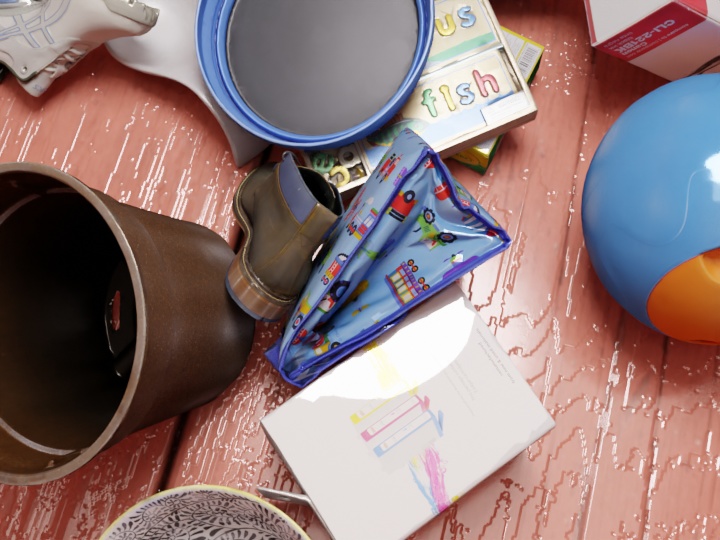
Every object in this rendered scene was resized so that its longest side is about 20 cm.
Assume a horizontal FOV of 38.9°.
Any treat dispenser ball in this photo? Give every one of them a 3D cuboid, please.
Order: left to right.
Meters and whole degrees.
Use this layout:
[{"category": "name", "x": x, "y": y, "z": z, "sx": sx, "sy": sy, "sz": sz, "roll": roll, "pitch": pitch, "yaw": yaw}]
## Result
[{"category": "treat dispenser ball", "x": 0.268, "y": -0.046, "z": 0.772, "sx": 0.196, "sy": 0.201, "sz": 0.205, "roll": 0, "pitch": 72, "yaw": 0}]

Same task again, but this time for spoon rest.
[{"category": "spoon rest", "x": -0.152, "y": -0.185, "z": 0.892, "sx": 0.099, "sy": 0.061, "sz": 0.201, "roll": -38, "pitch": 77, "yaw": -9}]

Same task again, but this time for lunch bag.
[{"category": "lunch bag", "x": 0.000, "y": 0.000, "z": 0.762, "sx": 0.200, "sy": 0.151, "sz": 0.094, "roll": -43, "pitch": 101, "yaw": 7}]

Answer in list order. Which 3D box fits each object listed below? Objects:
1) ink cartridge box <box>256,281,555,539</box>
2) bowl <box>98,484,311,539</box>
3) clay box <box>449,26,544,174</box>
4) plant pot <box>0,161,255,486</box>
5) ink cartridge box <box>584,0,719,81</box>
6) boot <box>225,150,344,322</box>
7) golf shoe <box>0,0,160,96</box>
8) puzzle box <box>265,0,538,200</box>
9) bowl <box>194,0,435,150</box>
[{"category": "ink cartridge box", "x": 0.021, "y": 0.128, "z": 0.755, "sx": 0.198, "sy": 0.129, "sz": 0.126, "roll": -34, "pitch": 78, "yaw": -10}, {"category": "bowl", "x": -0.097, "y": 0.251, "z": 0.724, "sx": 0.196, "sy": 0.094, "sz": 0.205, "roll": -1, "pitch": 85, "yaw": 10}, {"category": "clay box", "x": 0.048, "y": -0.183, "z": 0.897, "sx": 0.198, "sy": 0.048, "sz": 0.116, "roll": 28, "pitch": 77, "yaw": 10}, {"category": "plant pot", "x": -0.181, "y": 0.034, "z": 0.728, "sx": 0.196, "sy": 0.198, "sz": 0.205, "roll": 0, "pitch": 89, "yaw": 23}, {"category": "ink cartridge box", "x": 0.273, "y": -0.239, "z": 0.845, "sx": 0.197, "sy": 0.083, "sz": 0.147, "roll": 10, "pitch": 67, "yaw": -37}, {"category": "boot", "x": -0.048, "y": -0.051, "z": 0.788, "sx": 0.074, "sy": 0.201, "sz": 0.097, "roll": 32, "pitch": 117, "yaw": -22}, {"category": "golf shoe", "x": -0.257, "y": -0.197, "z": 0.880, "sx": 0.197, "sy": 0.078, "sz": 0.099, "roll": 8, "pitch": 92, "yaw": 29}, {"category": "puzzle box", "x": 0.034, "y": -0.151, "z": 0.852, "sx": 0.197, "sy": 0.025, "sz": 0.135, "roll": -23, "pitch": 76, "yaw": -3}, {"category": "bowl", "x": -0.036, "y": -0.195, "z": 0.822, "sx": 0.196, "sy": 0.039, "sz": 0.205, "roll": -2, "pitch": 82, "yaw": 12}]
